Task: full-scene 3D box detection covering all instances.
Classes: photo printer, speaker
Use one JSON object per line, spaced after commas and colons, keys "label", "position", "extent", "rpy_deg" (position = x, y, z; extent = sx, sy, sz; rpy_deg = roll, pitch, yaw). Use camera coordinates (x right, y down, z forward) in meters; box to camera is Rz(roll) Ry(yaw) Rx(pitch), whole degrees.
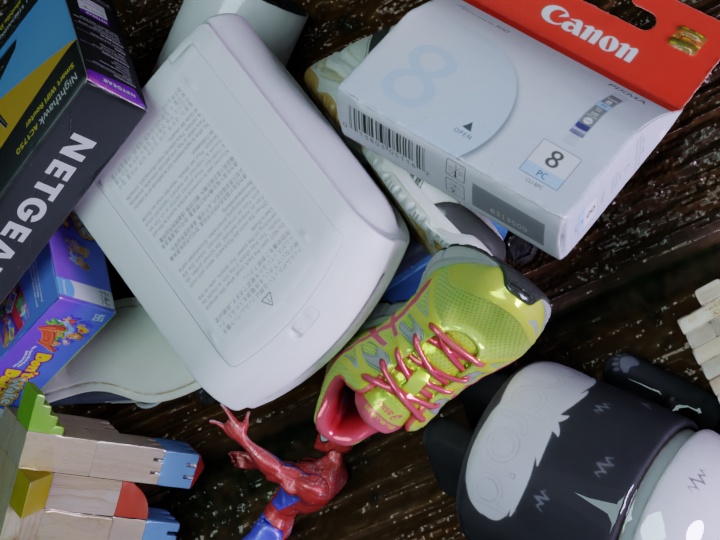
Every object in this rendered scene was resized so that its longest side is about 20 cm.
{"label": "photo printer", "position": [-0.072, -0.029, 1.156], "extent": [0.166, 0.069, 0.200], "rpy_deg": [-47, 68, 22]}
{"label": "speaker", "position": [-0.110, -0.099, 1.262], "extent": [0.081, 0.081, 0.201], "rpy_deg": [30, 103, 21]}

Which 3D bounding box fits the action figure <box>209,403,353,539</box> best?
{"label": "action figure", "position": [-0.082, 0.159, 1.260], "extent": [0.099, 0.065, 0.200], "rpy_deg": [42, 108, 7]}

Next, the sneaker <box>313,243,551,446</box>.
{"label": "sneaker", "position": [0.038, 0.055, 1.111], "extent": [0.078, 0.091, 0.200], "rpy_deg": [38, 145, -11]}

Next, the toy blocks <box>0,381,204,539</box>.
{"label": "toy blocks", "position": [-0.187, 0.179, 1.278], "extent": [0.100, 0.136, 0.201], "rpy_deg": [31, 106, 58]}

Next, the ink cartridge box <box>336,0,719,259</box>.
{"label": "ink cartridge box", "position": [0.107, -0.121, 1.116], "extent": [0.160, 0.047, 0.200], "rpy_deg": [31, 65, 22]}

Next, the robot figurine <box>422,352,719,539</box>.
{"label": "robot figurine", "position": [0.136, 0.130, 1.126], "extent": [0.199, 0.125, 0.151], "rpy_deg": [22, 102, 28]}

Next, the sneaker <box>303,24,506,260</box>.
{"label": "sneaker", "position": [0.043, -0.080, 1.158], "extent": [0.087, 0.076, 0.200], "rpy_deg": [-33, 56, -3]}

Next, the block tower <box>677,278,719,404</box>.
{"label": "block tower", "position": [0.254, 0.097, 1.110], "extent": [0.054, 0.058, 0.201], "rpy_deg": [-30, 77, 22]}

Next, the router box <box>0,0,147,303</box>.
{"label": "router box", "position": [-0.220, -0.081, 1.204], "extent": [0.200, 0.051, 0.150], "rpy_deg": [-50, 38, 22]}

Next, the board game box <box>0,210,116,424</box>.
{"label": "board game box", "position": [-0.236, -0.016, 1.285], "extent": [0.134, 0.045, 0.201], "rpy_deg": [-42, 48, 31]}

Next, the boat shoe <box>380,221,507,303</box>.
{"label": "boat shoe", "position": [0.000, 0.000, 1.224], "extent": [0.199, 0.084, 0.069], "rpy_deg": [-29, 67, 5]}

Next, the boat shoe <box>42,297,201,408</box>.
{"label": "boat shoe", "position": [-0.163, 0.060, 1.300], "extent": [0.199, 0.062, 0.075], "rpy_deg": [-15, 86, 27]}
